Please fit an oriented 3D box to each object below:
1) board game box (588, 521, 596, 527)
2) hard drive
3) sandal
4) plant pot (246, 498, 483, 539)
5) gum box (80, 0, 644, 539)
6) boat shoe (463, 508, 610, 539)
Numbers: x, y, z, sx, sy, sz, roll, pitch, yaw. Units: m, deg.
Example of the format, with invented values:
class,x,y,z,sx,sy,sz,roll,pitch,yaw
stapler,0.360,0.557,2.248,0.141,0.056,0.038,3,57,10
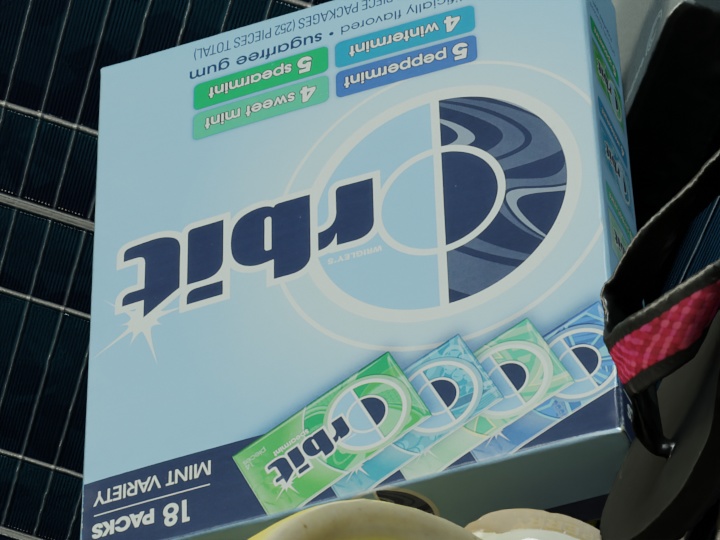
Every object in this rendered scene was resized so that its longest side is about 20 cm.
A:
class,x,y,z,sx,sy,sz,roll,pitch,yaw
board game box,0.004,0.132,0.984,0.103,0.105,0.200,128,158,-80
hard drive,0.106,-0.084,1.046,0.200,0.033,0.140,-78,6,-54
sandal,0.091,-0.003,0.753,0.200,0.045,0.075,111,175,-48
plant pot,-0.029,0.160,0.721,0.189,0.201,0.201,-44,19,33
gum box,0.000,0.000,0.925,0.045,0.170,0.200,58,-156,-47
boat shoe,0.023,0.158,0.847,0.065,0.072,0.200,-76,7,-58
